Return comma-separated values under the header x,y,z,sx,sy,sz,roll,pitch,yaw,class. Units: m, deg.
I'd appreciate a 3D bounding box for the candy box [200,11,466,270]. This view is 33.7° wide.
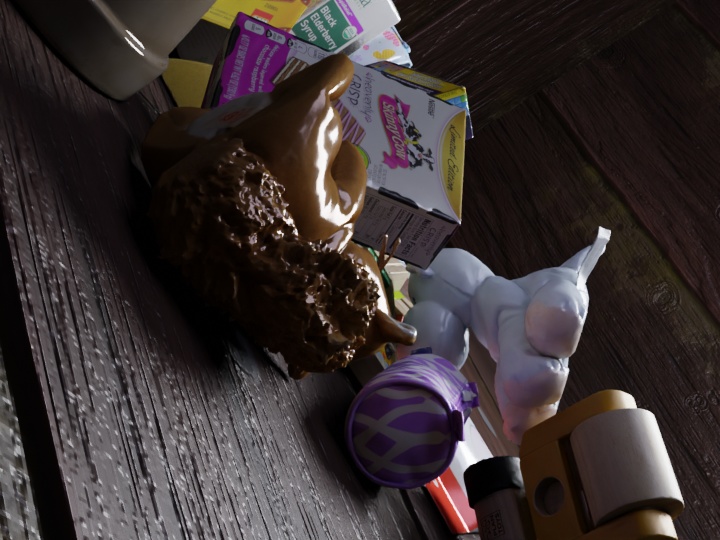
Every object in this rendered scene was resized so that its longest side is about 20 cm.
x,y,z,sx,sy,sz,roll,pitch,yaw,class
-0.021,-0.099,0.899,0.199,0.061,0.137,21,45,-15,candy box

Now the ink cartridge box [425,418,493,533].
x,y,z,sx,sy,sz,roll,pitch,yaw,class
0.082,0.163,1.098,0.163,0.057,0.200,60,3,18,ink cartridge box

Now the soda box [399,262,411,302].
x,y,z,sx,sy,sz,roll,pitch,yaw,class
-0.001,-0.017,1.222,0.200,0.068,0.064,59,6,18,soda box

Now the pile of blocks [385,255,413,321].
x,y,z,sx,sy,sz,roll,pitch,yaw,class
0.000,0.000,1.129,0.062,0.082,0.201,-2,70,-63,pile of blocks

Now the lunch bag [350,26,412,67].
x,y,z,sx,sy,sz,roll,pitch,yaw,class
-0.038,-0.326,1.802,0.170,0.200,0.127,58,7,10,lunch bag

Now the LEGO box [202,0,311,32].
x,y,z,sx,sy,sz,roll,pitch,yaw,class
-0.153,-0.296,1.041,0.200,0.077,0.149,14,37,-41,LEGO box

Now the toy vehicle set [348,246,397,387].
x,y,z,sx,sy,sz,roll,pitch,yaw,class
-0.015,0.001,0.976,0.200,0.026,0.125,59,22,-48,toy vehicle set

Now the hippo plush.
x,y,z,sx,sy,sz,roll,pitch,yaw,class
0.111,0.036,1.030,0.160,0.201,0.159,17,-5,11,hippo plush

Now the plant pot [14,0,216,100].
x,y,z,sx,sy,sz,roll,pitch,yaw,class
-0.144,-0.240,0.782,0.200,0.173,0.200,57,6,-9,plant pot

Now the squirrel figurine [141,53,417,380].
x,y,z,sx,sy,sz,roll,pitch,yaw,class
-0.045,-0.006,0.731,0.200,0.141,0.187,-78,147,-61,squirrel figurine

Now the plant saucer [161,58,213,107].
x,y,z,sx,sy,sz,roll,pitch,yaw,class
-0.081,-0.083,1.041,0.200,0.048,0.200,61,8,26,plant saucer

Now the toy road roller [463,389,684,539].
x,y,z,sx,sy,sz,roll,pitch,yaw,class
0.192,0.200,0.984,0.146,0.200,0.123,20,46,-38,toy road roller

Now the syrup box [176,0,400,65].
x,y,z,sx,sy,sz,roll,pitch,yaw,class
-0.070,-0.233,1.145,0.079,0.200,0.082,50,10,-53,syrup box

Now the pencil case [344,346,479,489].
x,y,z,sx,sy,sz,roll,pitch,yaw,class
0.043,0.109,0.889,0.200,0.085,0.084,-16,106,-80,pencil case

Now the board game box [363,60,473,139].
x,y,z,sx,sy,sz,roll,pitch,yaw,class
-0.005,-0.153,1.195,0.200,0.165,0.057,-140,-144,-63,board game box
